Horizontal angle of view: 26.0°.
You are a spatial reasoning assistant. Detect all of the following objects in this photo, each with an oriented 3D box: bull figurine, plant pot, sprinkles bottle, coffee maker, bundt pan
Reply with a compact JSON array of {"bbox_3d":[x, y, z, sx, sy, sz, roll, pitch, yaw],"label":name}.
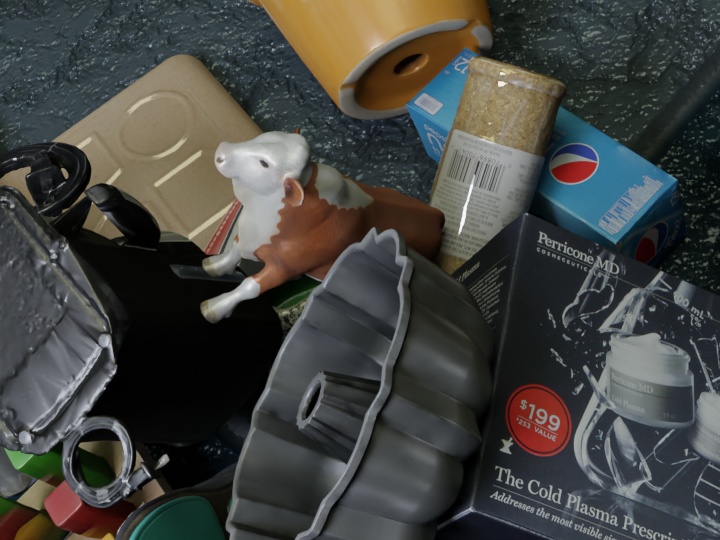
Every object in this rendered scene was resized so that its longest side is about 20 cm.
[{"bbox_3d":[-0.029,-0.020,0.923,0.121,0.200,0.065,-38,60,26],"label":"bull figurine"},{"bbox_3d":[0.007,-0.221,1.151,0.200,0.200,0.184,-24,69,2],"label":"plant pot"},{"bbox_3d":[0.075,-0.035,1.016,0.068,0.068,0.201,21,99,28],"label":"sprinkles bottle"},{"bbox_3d":[-0.144,0.055,0.939,0.134,0.200,0.193,-26,75,22],"label":"coffee maker"},{"bbox_3d":[0.006,0.082,0.832,0.076,0.202,0.202,23,60,-17],"label":"bundt pan"}]

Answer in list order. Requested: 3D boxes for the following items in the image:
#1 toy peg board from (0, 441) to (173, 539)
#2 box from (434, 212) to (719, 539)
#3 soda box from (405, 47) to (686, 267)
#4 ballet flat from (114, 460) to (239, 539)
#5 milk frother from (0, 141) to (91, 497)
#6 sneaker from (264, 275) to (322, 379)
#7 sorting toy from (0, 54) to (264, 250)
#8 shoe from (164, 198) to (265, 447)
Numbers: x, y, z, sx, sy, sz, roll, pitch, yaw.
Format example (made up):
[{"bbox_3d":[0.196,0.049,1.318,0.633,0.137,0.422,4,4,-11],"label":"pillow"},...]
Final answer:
[{"bbox_3d":[-0.197,0.212,0.955,0.200,0.098,0.199,-45,55,6],"label":"toy peg board"},{"bbox_3d":[0.139,0.097,0.885,0.199,0.104,0.183,22,59,-15],"label":"box"},{"bbox_3d":[0.127,-0.071,1.078,0.064,0.068,0.200,-44,56,-11],"label":"soda box"},{"bbox_3d":[-0.094,0.155,0.900,0.073,0.200,0.073,6,103,28],"label":"ballet flat"},{"bbox_3d":[-0.247,0.030,1.061,0.199,0.188,0.181,-14,56,9],"label":"milk frother"},{"bbox_3d":[0.000,0.000,1.061,0.200,0.089,0.077,-30,54,-3],"label":"sneaker"},{"bbox_3d":[-0.165,-0.061,1.190,0.200,0.037,0.185,-34,55,-10],"label":"sorting toy"},{"bbox_3d":[-0.127,0.020,1.094,0.091,0.072,0.201,16,71,17],"label":"shoe"}]
